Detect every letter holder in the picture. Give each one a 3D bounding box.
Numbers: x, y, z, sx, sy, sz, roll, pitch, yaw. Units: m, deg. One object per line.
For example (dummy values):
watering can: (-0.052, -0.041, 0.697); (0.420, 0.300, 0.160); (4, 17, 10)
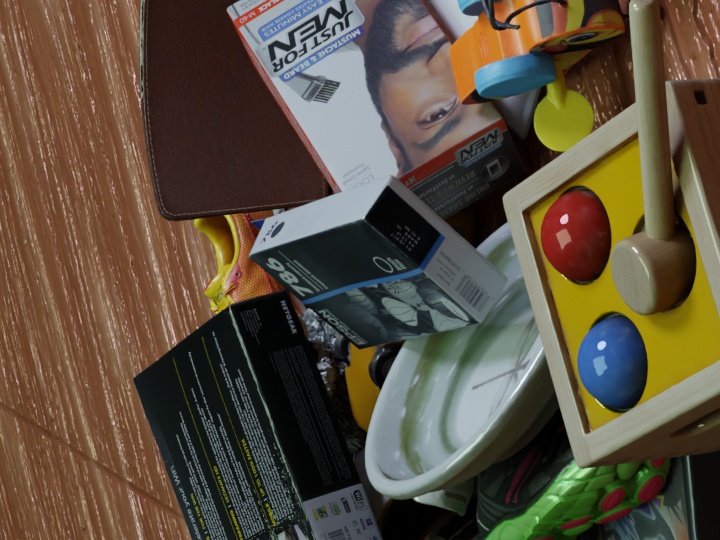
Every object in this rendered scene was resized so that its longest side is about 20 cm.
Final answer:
letter holder: (-0.108, -0.146, 1.985); (0.100, 0.141, 0.202); (23, 118, 62)

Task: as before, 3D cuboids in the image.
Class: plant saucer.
plant saucer: (0.081, 0.057, 1.617); (0.200, 0.050, 0.201); (-47, 20, 23)

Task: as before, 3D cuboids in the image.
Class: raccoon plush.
raccoon plush: (-0.028, 0.113, 1.888); (0.096, 0.134, 0.201); (-9, 111, 32)

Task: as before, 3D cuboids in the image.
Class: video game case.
video game case: (0.154, 0.092, 1.625); (0.180, 0.025, 0.202); (3, 100, 65)

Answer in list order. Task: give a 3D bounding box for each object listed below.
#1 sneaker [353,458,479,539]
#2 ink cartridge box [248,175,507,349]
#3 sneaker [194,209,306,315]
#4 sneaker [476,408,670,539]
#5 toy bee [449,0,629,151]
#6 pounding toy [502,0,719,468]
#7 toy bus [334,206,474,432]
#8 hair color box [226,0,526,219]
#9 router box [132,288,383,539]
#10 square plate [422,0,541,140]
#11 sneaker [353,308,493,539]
sneaker: (0.067, 0.173, 1.802); (0.200, 0.075, 0.081); (23, 142, 56)
ink cartridge box: (0.000, 0.000, 1.676); (0.099, 0.039, 0.200); (40, 158, -16)
sneaker: (-0.075, 0.036, 2.047); (0.201, 0.077, 0.073); (69, 150, 24)
sneaker: (0.112, 0.113, 1.605); (0.200, 0.076, 0.084); (-40, 60, 58)
toy bee: (0.113, -0.134, 1.576); (0.200, 0.108, 0.132); (-123, 24, -77)
pounding toy: (0.164, -0.018, 1.415); (0.200, 0.141, 0.185); (-36, 64, 52)
toy bus: (0.030, 0.016, 1.808); (0.065, 0.078, 0.201); (-148, 55, -60)
hair color box: (0.008, -0.115, 1.741); (0.200, 0.110, 0.064); (57, 177, 37)
router box: (-0.063, 0.131, 1.752); (0.149, 0.051, 0.201); (-34, 74, 54)
square plate: (0.072, -0.216, 1.712); (0.199, 0.028, 0.201); (58, 146, 42)
sneaker: (0.063, 0.101, 1.726); (0.201, 0.072, 0.085); (-59, 38, 19)
